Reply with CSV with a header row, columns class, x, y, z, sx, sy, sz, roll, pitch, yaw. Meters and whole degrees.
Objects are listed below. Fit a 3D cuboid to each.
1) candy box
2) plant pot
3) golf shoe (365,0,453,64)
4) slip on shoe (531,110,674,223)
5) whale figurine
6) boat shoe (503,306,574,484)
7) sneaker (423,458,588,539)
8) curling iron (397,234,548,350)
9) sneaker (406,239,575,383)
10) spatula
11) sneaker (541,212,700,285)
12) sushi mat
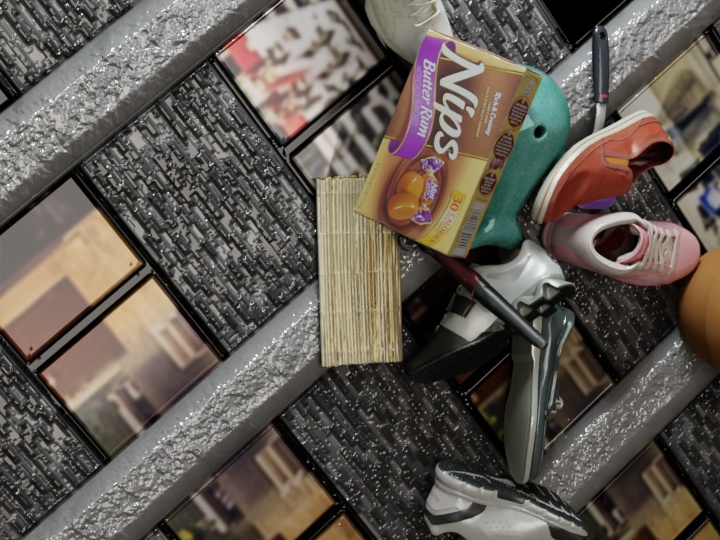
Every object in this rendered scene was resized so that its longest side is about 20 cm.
class,x,y,z,sx,sy,sz,roll,pitch,yaw
candy box,0.087,-0.126,1.556,0.056,0.117,0.200,3,111,-64
plant pot,0.452,0.047,1.750,0.200,0.140,0.201,-2,97,-22
golf shoe,0.042,-0.288,1.566,0.075,0.091,0.200,-39,111,-15
slip on shoe,0.258,-0.105,1.651,0.200,0.061,0.074,-31,151,-29
whale figurine,0.155,-0.115,1.625,0.159,0.104,0.201,3,101,-28
boat shoe,0.198,0.133,1.691,0.062,0.073,0.201,4,90,-19
sneaker,0.156,0.270,1.699,0.200,0.074,0.080,20,103,-19
curling iron,0.113,0.017,1.603,0.200,0.050,0.026,42,116,12
sneaker,0.124,0.043,1.656,0.200,0.074,0.089,-34,65,5
spatula,0.261,-0.168,1.708,0.056,0.021,0.201,0,95,-29
sneaker,0.307,-0.022,1.701,0.200,0.105,0.076,9,91,-24
sushi mat,0.000,0.000,1.624,0.095,0.012,0.201,-4,98,-21
